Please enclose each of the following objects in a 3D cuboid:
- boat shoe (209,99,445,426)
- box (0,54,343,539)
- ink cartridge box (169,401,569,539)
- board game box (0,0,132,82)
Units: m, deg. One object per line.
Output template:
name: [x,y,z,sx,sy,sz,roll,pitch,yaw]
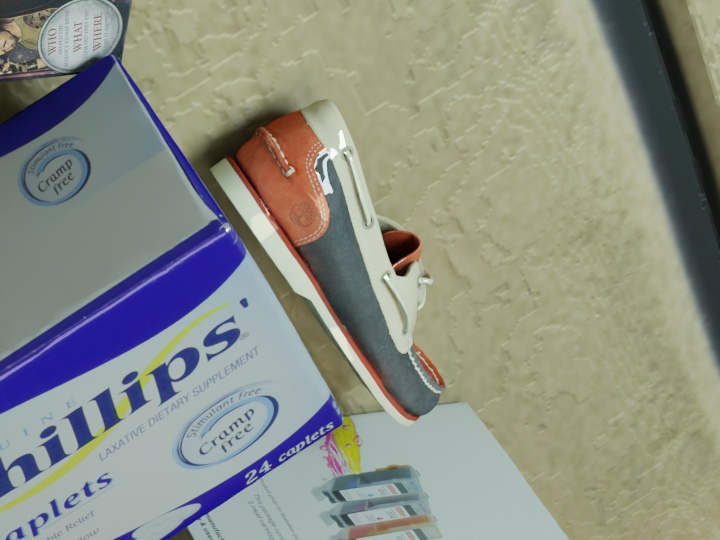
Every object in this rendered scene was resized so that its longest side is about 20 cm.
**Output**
boat shoe: [0.000,0.000,1.191,0.062,0.071,0.200,-36,135,-2]
box: [-0.127,0.039,1.088,0.183,0.105,0.200,-33,150,-3]
ink cartridge box: [-0.013,0.171,1.281,0.199,0.145,0.146,-4,130,-30]
board game box: [-0.143,-0.159,0.968,0.135,0.035,0.201,-9,133,-27]
